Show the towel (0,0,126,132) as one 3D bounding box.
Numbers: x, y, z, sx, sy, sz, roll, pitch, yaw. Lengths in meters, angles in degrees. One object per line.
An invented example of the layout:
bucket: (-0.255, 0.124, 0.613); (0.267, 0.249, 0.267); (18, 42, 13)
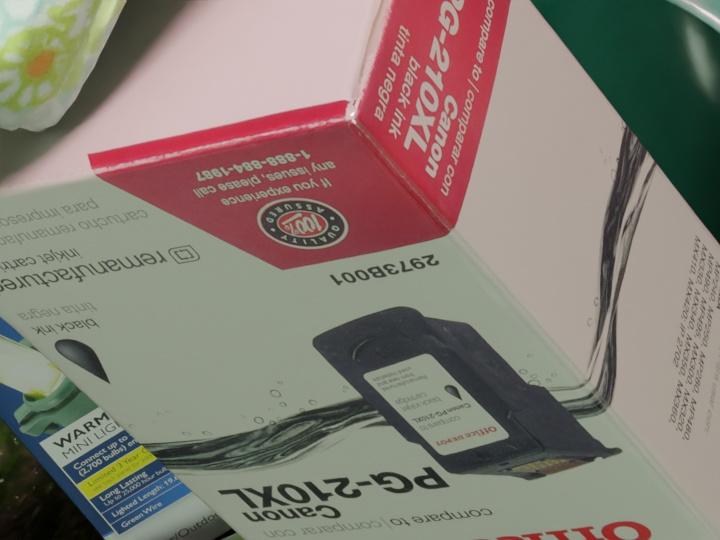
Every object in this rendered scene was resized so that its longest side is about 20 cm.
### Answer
towel: (-0.110, -0.129, 0.570); (0.199, 0.048, 0.172); (18, 106, -40)

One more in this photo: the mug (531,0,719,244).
mug: (0.126, -0.037, 0.801); (0.114, 0.152, 0.186); (-40, 123, -32)

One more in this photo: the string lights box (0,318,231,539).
string lights box: (-0.078, -0.004, 0.811); (0.102, 0.059, 0.200); (-31, 131, 4)

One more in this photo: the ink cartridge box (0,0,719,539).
ink cartridge box: (0.000, 0.000, 0.710); (0.144, 0.085, 0.200); (-10, 140, 33)

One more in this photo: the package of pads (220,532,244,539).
package of pads: (-0.037, 0.137, 0.893); (0.199, 0.068, 0.155); (-24, 162, -4)
